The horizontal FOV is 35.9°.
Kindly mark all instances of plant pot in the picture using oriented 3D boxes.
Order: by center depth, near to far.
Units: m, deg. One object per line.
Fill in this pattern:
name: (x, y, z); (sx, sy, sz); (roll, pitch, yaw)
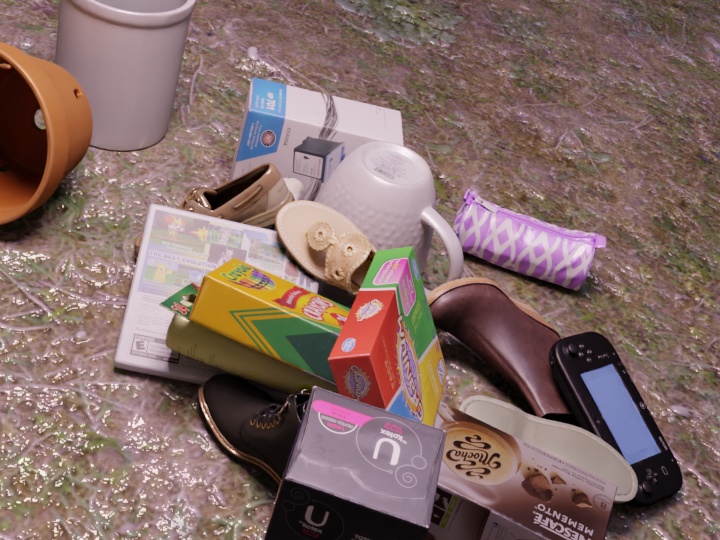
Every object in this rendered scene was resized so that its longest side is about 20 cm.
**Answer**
plant pot: (-0.398, -0.163, 1.267); (0.198, 0.202, 0.140); (27, 21, 11)

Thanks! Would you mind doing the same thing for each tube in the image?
tube: (-0.098, 0.092, 1.116); (0.197, 0.053, 0.058); (22, 25, 5)

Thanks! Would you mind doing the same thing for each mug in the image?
mug: (0.035, -0.040, 1.298); (0.199, 0.177, 0.147); (35, 40, 21)

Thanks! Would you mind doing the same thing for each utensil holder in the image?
utensil holder: (-0.309, -0.281, 1.428); (0.167, 0.202, 0.171); (12, 36, -9)

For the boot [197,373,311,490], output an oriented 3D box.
boot: (-0.077, 0.135, 1.052); (0.199, 0.139, 0.077); (36, 55, 24)

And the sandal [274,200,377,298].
sandal: (0.003, -0.004, 1.195); (0.212, 0.069, 0.078); (45, 68, -9)

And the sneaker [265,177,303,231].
sneaker: (-0.089, -0.026, 1.290); (0.092, 0.071, 0.201); (15, 47, 14)

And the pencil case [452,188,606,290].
pencil case: (0.213, -0.043, 1.456); (0.197, 0.086, 0.084); (19, 38, -2)

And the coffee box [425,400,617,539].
coffee box: (0.139, 0.229, 1.088); (0.198, 0.081, 0.113); (25, 36, 9)

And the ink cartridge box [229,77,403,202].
ink cartridge box: (-0.058, -0.142, 1.408); (0.197, 0.148, 0.086); (12, 36, -10)

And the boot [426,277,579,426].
boot: (0.171, 0.094, 1.251); (0.198, 0.073, 0.168); (12, 38, -39)

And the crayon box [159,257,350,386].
crayon box: (-0.088, 0.043, 1.106); (0.197, 0.051, 0.127); (23, 10, 2)

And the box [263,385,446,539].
box: (-0.016, 0.215, 0.934); (0.120, 0.202, 0.107); (18, 40, 0)

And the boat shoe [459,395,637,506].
boat shoe: (0.190, 0.197, 1.165); (0.199, 0.061, 0.072); (24, 49, 6)

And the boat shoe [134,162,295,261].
boat shoe: (-0.175, -0.066, 1.259); (0.197, 0.065, 0.072); (-22, 36, 8)

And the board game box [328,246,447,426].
board game box: (0.031, 0.092, 1.053); (0.040, 0.155, 0.201); (-8, 26, 19)

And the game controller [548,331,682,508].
game controller: (0.281, 0.161, 1.225); (0.103, 0.042, 0.202); (-13, 68, -33)

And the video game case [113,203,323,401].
video game case: (-0.146, 0.034, 1.187); (0.197, 0.022, 0.185); (12, 66, -8)
